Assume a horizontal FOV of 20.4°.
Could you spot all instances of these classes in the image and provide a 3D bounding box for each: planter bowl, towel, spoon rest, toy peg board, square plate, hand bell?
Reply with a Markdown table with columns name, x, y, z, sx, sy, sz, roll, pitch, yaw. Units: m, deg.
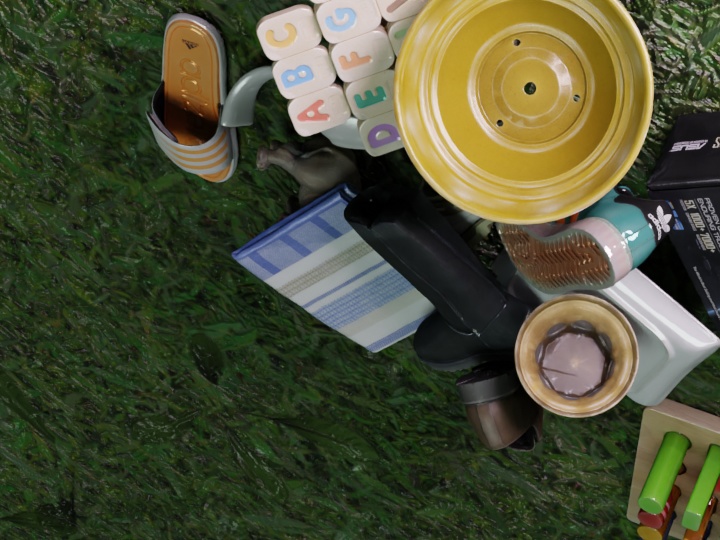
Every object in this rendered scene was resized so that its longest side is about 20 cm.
| name | x | y | z | sx | sy | sz | roll | pitch | yaw |
| --- | --- | --- | --- | --- | --- | --- | --- | --- | --- |
| planter bowl | 0.129 | -0.140 | 1.561 | 0.199 | 0.083 | 0.202 | 1 | 98 | 10 |
| towel | 0.000 | 0.000 | 1.842 | 0.146 | 0.024 | 0.200 | -31 | 132 | 31 |
| spoon rest | -0.034 | -0.142 | 1.721 | 0.199 | 0.099 | 0.061 | 10 | 103 | 36 |
| toy peg board | 0.345 | 0.243 | 1.907 | 0.199 | 0.098 | 0.200 | 19 | 144 | 16 |
| square plate | 0.203 | 0.035 | 1.743 | 0.198 | 0.028 | 0.200 | 39 | 160 | 6 |
| hand bell | 0.186 | 0.091 | 1.762 | 0.104 | 0.105 | 0.200 | 24 | 170 | 8 |

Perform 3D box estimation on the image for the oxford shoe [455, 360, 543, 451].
| name | x | y | z | sx | sy | sz | roll | pitch | yaw |
| --- | --- | --- | --- | --- | --- | --- | --- | --- | --- |
| oxford shoe | 0.137 | 0.122 | 1.835 | 0.072 | 0.200 | 0.085 | -15 | 93 | 23 |

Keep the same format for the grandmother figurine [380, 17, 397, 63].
| name | x | y | z | sx | sy | sz | roll | pitch | yaw |
| --- | --- | --- | --- | --- | --- | --- | --- | --- | --- |
| grandmother figurine | 0.021 | -0.219 | 1.606 | 0.120 | 0.061 | 0.201 | -10 | 132 | 6 |

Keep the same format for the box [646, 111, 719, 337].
| name | x | y | z | sx | sy | sz | roll | pitch | yaw |
| --- | --- | --- | --- | --- | --- | --- | --- | --- | --- |
| box | 0.343 | -0.028 | 1.580 | 0.163 | 0.086 | 0.200 | -2 | 134 | 37 |

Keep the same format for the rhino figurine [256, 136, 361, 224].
| name | x | y | z | sx | sy | sz | roll | pitch | yaw |
| --- | --- | --- | --- | --- | --- | --- | --- | --- | --- |
| rhino figurine | -0.031 | -0.051 | 1.844 | 0.087 | 0.060 | 0.201 | 4 | 142 | 17 |

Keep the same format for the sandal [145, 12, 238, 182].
| name | x | y | z | sx | sy | sz | roll | pitch | yaw |
| --- | --- | --- | --- | --- | --- | --- | --- | --- | --- |
| sandal | -0.161 | -0.145 | 1.821 | 0.079 | 0.059 | 0.207 | 19 | 144 | 16 |

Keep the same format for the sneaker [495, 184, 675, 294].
| name | x | y | z | sx | sy | sz | roll | pitch | yaw |
| --- | --- | --- | --- | --- | --- | --- | --- | --- | --- |
| sneaker | 0.181 | -0.028 | 1.598 | 0.072 | 0.080 | 0.200 | 65 | 161 | -14 |

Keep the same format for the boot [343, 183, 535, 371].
| name | x | y | z | sx | sy | sz | roll | pitch | yaw |
| --- | --- | --- | --- | --- | --- | --- | --- | --- | --- |
| boot | 0.053 | 0.007 | 1.774 | 0.200 | 0.066 | 0.164 | 39 | 148 | -30 |

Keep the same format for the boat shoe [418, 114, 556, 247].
| name | x | y | z | sx | sy | sz | roll | pitch | yaw |
| --- | --- | --- | --- | --- | --- | --- | --- | --- | --- |
| boat shoe | 0.103 | -0.085 | 1.692 | 0.068 | 0.075 | 0.200 | 27 | 147 | -6 |

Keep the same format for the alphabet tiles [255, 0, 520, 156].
| name | x | y | z | sx | sy | sz | roll | pitch | yaw |
| --- | --- | --- | --- | --- | --- | --- | --- | --- | --- |
| alphabet tiles | 0.024 | -0.181 | 1.587 | 0.194 | 0.015 | 0.201 | -18 | 131 | 4 |
